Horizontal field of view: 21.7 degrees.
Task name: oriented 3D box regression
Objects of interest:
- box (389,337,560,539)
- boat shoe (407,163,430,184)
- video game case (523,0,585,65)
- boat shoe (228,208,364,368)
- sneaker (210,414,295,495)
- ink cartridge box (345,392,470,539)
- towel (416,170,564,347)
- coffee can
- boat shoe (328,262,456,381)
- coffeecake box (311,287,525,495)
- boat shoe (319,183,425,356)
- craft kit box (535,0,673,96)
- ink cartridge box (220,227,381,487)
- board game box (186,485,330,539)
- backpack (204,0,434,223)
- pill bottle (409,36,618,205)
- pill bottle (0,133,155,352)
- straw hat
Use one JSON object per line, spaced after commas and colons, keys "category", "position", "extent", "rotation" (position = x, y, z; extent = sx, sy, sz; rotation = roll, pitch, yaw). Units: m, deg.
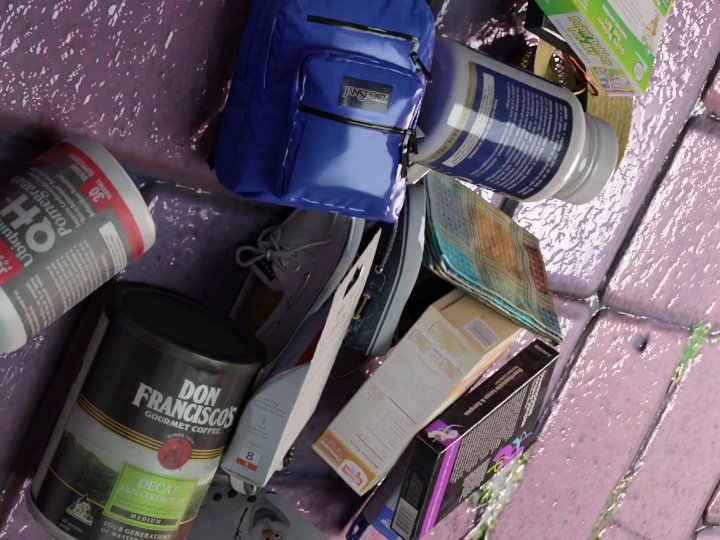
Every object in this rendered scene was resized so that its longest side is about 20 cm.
{"category": "box", "position": [0.114, 0.168, 1.863], "extent": [0.199, 0.036, 0.144], "rotation": [-33, 150, -38]}
{"category": "boat shoe", "position": [0.045, -0.124, 1.742], "extent": [0.199, 0.071, 0.064], "rotation": [-37, 107, -11]}
{"category": "video game case", "position": [0.227, -0.288, 1.787], "extent": [0.199, 0.025, 0.182], "rotation": [19, 77, -52]}
{"category": "boat shoe", "position": [-0.073, -0.004, 1.695], "extent": [0.086, 0.075, 0.203], "rotation": [11, 118, -47]}
{"category": "sneaker", "position": [-0.116, 0.159, 1.751], "extent": [0.200, 0.090, 0.067], "rotation": [-33, 126, -76]}
{"category": "ink cartridge box", "position": [0.058, 0.214, 1.963], "extent": [0.200, 0.042, 0.119], "rotation": [-51, -177, -3]}
{"category": "towel", "position": [0.121, -0.022, 1.810], "extent": [0.022, 0.148, 0.199], "rotation": [-34, 135, 28]}
{"category": "coffee can", "position": [-0.184, 0.132, 1.605], "extent": [0.146, 0.146, 0.201], "rotation": [8, 111, -49]}
{"category": "boat shoe", "position": [0.034, 0.036, 1.842], "extent": [0.200, 0.059, 0.072], "rotation": [-45, 142, -14]}
{"category": "coffeecake box", "position": [0.062, 0.107, 1.825], "extent": [0.200, 0.073, 0.153], "rotation": [-50, 171, 26]}
{"category": "boat shoe", "position": [0.000, 0.000, 1.728], "extent": [0.090, 0.071, 0.201], "rotation": [8, 130, -10]}
{"category": "craft kit box", "position": [0.232, -0.297, 1.739], "extent": [0.200, 0.048, 0.199], "rotation": [43, 56, -44]}
{"category": "ink cartridge box", "position": [-0.051, 0.067, 1.623], "extent": [0.162, 0.050, 0.201], "rotation": [-55, 165, -65]}
{"category": "board game box", "position": [-0.129, 0.292, 1.737], "extent": [0.199, 0.199, 0.044], "rotation": [-35, 138, -24]}
{"category": "backpack", "position": [-0.016, -0.149, 1.541], "extent": [0.161, 0.168, 0.202], "rotation": [9, 99, -24]}
{"category": "pill bottle", "position": [0.128, -0.124, 1.662], "extent": [0.199, 0.111, 0.112], "rotation": [18, 104, -31]}
{"category": "pill bottle", "position": [-0.265, -0.007, 1.444], "extent": [0.200, 0.110, 0.111], "rotation": [-39, 139, -22]}
{"category": "straw hat", "position": [0.184, -0.174, 1.829], "extent": [0.200, 0.085, 0.203], "rotation": [-5, 96, -53]}
